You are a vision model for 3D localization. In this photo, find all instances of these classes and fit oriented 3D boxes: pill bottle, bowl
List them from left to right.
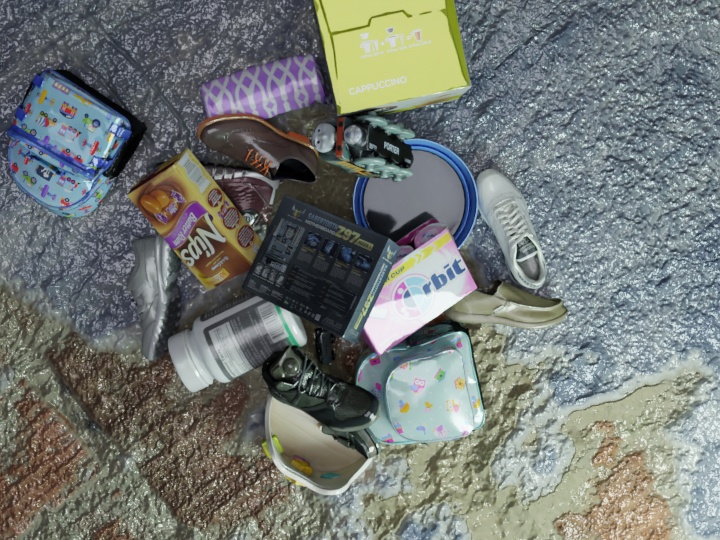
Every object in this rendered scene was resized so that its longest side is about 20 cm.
[{"bbox_3d":[-0.193,0.106,1.619,0.198,0.113,0.114,-25,97,2],"label":"pill bottle"},{"bbox_3d":[0.086,-0.107,1.637,0.197,0.039,0.204,0,96,-1],"label":"bowl"}]

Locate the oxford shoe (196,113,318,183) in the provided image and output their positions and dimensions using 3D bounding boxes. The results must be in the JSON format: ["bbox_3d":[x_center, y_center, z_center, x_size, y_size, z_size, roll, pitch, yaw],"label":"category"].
[{"bbox_3d":[-0.151,-0.182,1.567,0.197,0.073,0.072,11,133,-23],"label":"oxford shoe"}]

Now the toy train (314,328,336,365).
[{"bbox_3d":[-0.060,0.050,1.650,0.034,0.046,0.203,-4,98,-15],"label":"toy train"}]

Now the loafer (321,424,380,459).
[{"bbox_3d":[-0.051,0.231,1.622,0.063,0.072,0.200,-34,59,-23],"label":"loafer"}]

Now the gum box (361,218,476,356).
[{"bbox_3d":[0.073,0.022,1.581,0.199,0.066,0.114,-34,115,-8],"label":"gum box"}]

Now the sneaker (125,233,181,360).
[{"bbox_3d":[-0.333,0.040,1.640,0.081,0.075,0.203,5,91,13],"label":"sneaker"}]

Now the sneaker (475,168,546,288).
[{"bbox_3d":[0.242,-0.068,1.625,0.076,0.081,0.202,-27,95,4],"label":"sneaker"}]

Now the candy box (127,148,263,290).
[{"bbox_3d":[-0.247,-0.074,1.579,0.116,0.057,0.201,-24,114,36],"label":"candy box"}]

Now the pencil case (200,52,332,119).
[{"bbox_3d":[-0.147,-0.273,1.591,0.197,0.086,0.085,-13,81,0],"label":"pencil case"}]

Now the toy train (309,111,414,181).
[{"bbox_3d":[0.006,-0.178,1.517,0.112,0.199,0.087,1,87,25],"label":"toy train"}]

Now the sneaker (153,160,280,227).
[{"bbox_3d":[-0.228,-0.108,1.614,0.197,0.076,0.117,6,100,-3],"label":"sneaker"}]

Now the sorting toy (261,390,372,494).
[{"bbox_3d":[-0.084,0.293,1.610,0.198,0.180,0.108,30,95,-4],"label":"sorting toy"}]

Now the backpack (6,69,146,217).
[{"bbox_3d":[-0.452,-0.183,1.571,0.182,0.135,0.201,34,98,-4],"label":"backpack"}]

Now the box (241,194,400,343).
[{"bbox_3d":[-0.060,-0.005,1.519,0.198,0.051,0.159,23,86,28],"label":"box"}]

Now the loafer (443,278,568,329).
[{"bbox_3d":[0.232,0.050,1.640,0.197,0.076,0.068,1,103,-1],"label":"loafer"}]

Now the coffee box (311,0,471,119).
[{"bbox_3d":[0.040,-0.339,1.527,0.197,0.198,0.203,-12,95,0],"label":"coffee box"}]

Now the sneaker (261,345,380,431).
[{"bbox_3d":[-0.068,0.177,1.552,0.197,0.115,0.077,21,70,25],"label":"sneaker"}]

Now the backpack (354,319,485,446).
[{"bbox_3d":[0.087,0.186,1.619,0.197,0.153,0.178,-11,102,8],"label":"backpack"}]
